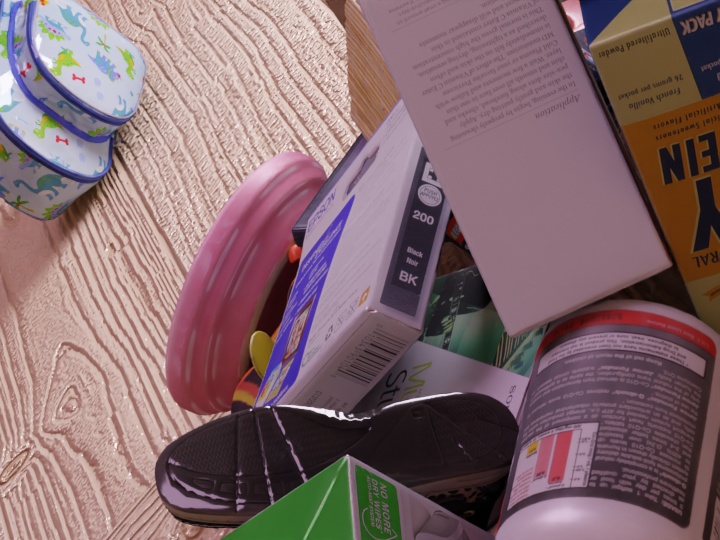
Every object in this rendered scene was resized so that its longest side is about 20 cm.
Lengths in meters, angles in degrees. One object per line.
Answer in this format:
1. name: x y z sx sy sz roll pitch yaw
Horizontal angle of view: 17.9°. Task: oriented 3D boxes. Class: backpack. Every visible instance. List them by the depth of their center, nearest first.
1. backpack: -0.311 -0.168 2.246 0.147 0.183 0.201 -33 35 34

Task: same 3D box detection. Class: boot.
1. boot: -0.011 0.141 1.281 0.198 0.151 0.074 -10 51 -8

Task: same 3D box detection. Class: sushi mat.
1. sushi mat: 0.019 -0.112 1.550 0.012 0.096 0.200 -9 28 -11

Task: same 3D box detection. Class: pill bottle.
1. pill bottle: 0.131 0.124 1.188 0.115 0.116 0.201 -27 33 40

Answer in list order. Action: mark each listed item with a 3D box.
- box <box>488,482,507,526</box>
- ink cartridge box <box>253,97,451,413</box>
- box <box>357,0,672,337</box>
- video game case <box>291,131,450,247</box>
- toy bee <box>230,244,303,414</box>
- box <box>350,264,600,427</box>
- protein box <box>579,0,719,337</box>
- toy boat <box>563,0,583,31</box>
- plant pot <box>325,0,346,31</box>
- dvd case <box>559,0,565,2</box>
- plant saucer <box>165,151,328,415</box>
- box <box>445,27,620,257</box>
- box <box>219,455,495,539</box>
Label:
1. box: 0.066 0.087 1.425 0.200 0.048 0.159 -45 26 12
2. ink cartridge box: 0.000 0.000 1.407 0.198 0.043 0.201 -50 20 51
3. box: 0.084 -0.082 1.245 0.097 0.201 0.124 -24 7 8
4. video game case: 0.054 -0.080 1.589 0.142 0.019 0.200 -2 33 29
5. toy bee: -0.024 0.042 1.571 0.200 0.109 0.131 -38 -19 0
6. box: 0.055 0.063 1.378 0.199 0.036 0.145 -18 41 46
7. protein box: 0.207 -0.113 1.241 0.134 0.201 0.199 -20 34 12
8. toy boat: 0.107 -0.174 1.557 0.199 0.132 0.130 -35 30 -25
9. plant pot: 0.032 -0.251 1.760 0.187 0.200 0.188 -39 27 25
10. dvd case: 0.152 -0.222 1.226 0.145 0.022 0.201 -22 34 8
11. plant saucer: -0.066 0.016 1.634 0.051 0.201 0.201 24 71 19
12. box: 0.126 -0.087 1.418 0.137 0.038 0.200 -60 -12 20
13. box: -0.012 0.211 1.229 0.199 0.176 0.097 -35 40 29
